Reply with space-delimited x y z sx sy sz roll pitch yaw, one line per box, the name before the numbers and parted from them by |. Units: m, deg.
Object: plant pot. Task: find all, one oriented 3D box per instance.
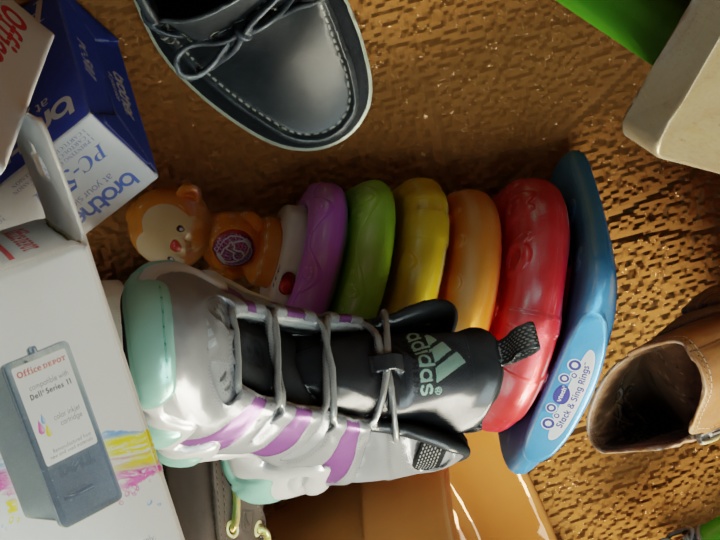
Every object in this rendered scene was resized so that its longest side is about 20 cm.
plant pot | 0.013 0.171 1.225 0.139 0.201 0.200 -18 132 14

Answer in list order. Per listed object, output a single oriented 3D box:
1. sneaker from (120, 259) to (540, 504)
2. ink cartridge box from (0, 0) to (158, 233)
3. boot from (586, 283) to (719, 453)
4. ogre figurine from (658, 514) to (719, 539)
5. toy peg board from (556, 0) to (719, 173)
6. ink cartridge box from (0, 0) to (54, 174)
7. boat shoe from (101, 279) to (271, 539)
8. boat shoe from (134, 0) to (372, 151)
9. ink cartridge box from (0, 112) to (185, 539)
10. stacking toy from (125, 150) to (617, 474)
sneaker | -0.003 0.035 1.045 0.139 0.078 0.200 -9 167 13
ink cartridge box | -0.173 -0.015 1.073 0.200 0.094 0.044 -37 128 13
boot | 0.156 0.046 1.184 0.154 0.074 0.200 -28 158 -30
ogre figurine | 0.236 0.138 1.325 0.199 0.098 0.120 29 127 -21
toy peg board | 0.168 -0.142 1.057 0.200 0.098 0.200 8 115 -59
ink cartridge box | -0.206 -0.093 0.926 0.200 0.147 0.083 41 107 -15
boat shoe | -0.068 0.099 1.153 0.059 0.201 0.072 -9 170 -20
boat shoe | -0.053 -0.110 1.058 0.074 0.062 0.200 -30 132 4
ink cartridge box | -0.114 0.049 0.963 0.067 0.117 0.201 -19 99 -11
stacking toy | 0.000 0.000 1.149 0.199 0.110 0.116 14 123 -13
